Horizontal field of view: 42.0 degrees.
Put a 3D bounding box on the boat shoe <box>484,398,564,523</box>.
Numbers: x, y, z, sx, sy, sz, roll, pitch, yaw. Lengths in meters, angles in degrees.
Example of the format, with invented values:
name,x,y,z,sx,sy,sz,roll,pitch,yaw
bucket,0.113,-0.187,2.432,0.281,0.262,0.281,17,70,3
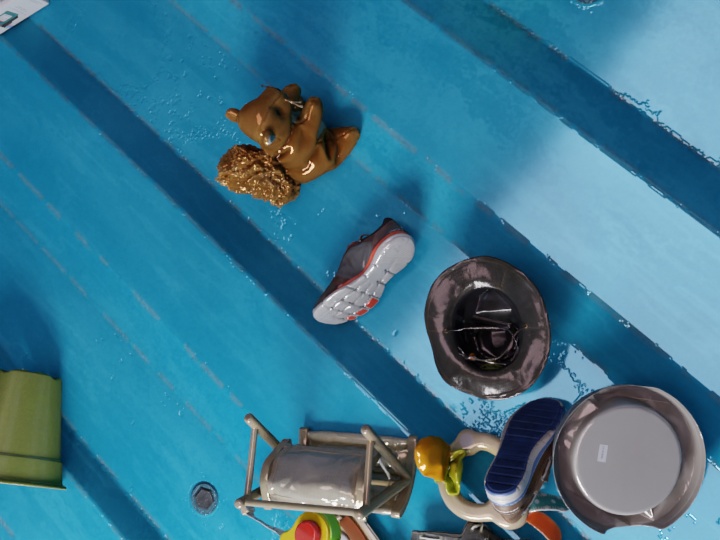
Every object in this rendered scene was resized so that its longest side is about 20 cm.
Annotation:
name,x,y,z,sx,sy,sz,roll,pitch,yaw
boat shoe,0.224,0.255,1.269,0.072,0.200,0.073,5,126,36

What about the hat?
name,x,y,z,sx,sy,sz,roll,pitch,yaw
hat,0.189,0.078,1.332,0.199,0.081,0.203,3,96,27

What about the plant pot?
name,x,y,z,sx,sy,sz,roll,pitch,yaw
plant pot,-0.593,0.272,1.621,0.198,0.200,0.192,0,73,24

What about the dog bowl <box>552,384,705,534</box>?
name,x,y,z,sx,sy,sz,roll,pitch,yaw
dog bowl,0.343,0.243,1.226,0.198,0.059,0.202,0,92,-2

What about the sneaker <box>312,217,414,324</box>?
name,x,y,z,sx,sy,sz,roll,pitch,yaw
sneaker,0.000,0.000,1.437,0.200,0.077,0.082,-42,45,15

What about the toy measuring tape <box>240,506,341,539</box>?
name,x,y,z,sx,sy,sz,roll,pitch,yaw
toy measuring tape,-0.093,0.375,1.403,0.199,0.073,0.074,21,95,33

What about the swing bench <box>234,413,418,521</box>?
name,x,y,z,sx,sy,sz,roll,pitch,yaw
swing bench,-0.043,0.287,1.348,0.197,0.200,0.131,0,75,24

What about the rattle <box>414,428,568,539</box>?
name,x,y,z,sx,sy,sz,roll,pitch,yaw
rattle,0.186,0.294,1.285,0.130,0.143,0.200,-42,57,-17

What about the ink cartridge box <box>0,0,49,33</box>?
name,x,y,z,sx,sy,sz,roll,pitch,yaw
ink cartridge box,-0.693,-0.516,1.763,0.199,0.067,0.117,-22,78,21

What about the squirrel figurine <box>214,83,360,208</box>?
name,x,y,z,sx,sy,sz,roll,pitch,yaw
squirrel figurine,-0.131,-0.189,1.429,0.141,0.186,0.201,40,102,20

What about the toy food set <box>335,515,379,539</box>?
name,x,y,z,sx,sy,sz,roll,pitch,yaw
toy food set,-0.043,0.462,1.418,0.200,0.060,0.144,-45,71,14

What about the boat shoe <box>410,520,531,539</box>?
name,x,y,z,sx,sy,sz,roll,pitch,yaw
boat shoe,0.158,0.389,1.328,0.198,0.072,0.072,-9,75,18
